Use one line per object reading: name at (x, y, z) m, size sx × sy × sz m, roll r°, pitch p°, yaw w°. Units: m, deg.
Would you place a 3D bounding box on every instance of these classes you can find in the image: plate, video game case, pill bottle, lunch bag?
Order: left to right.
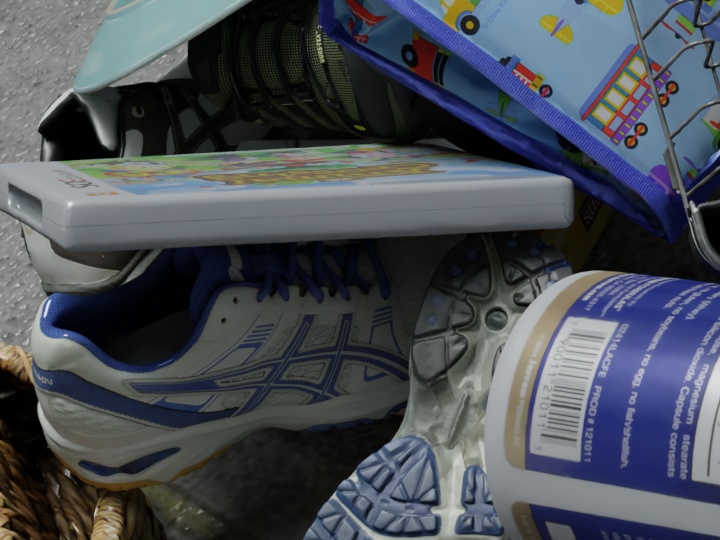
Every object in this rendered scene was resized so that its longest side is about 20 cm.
plate at (-0.056, -0.147, 1.323) m, size 0.199 × 0.026 × 0.200 m, roll -32°, pitch 13°, yaw 8°
video game case at (-0.037, -0.031, 1.149) m, size 0.199 × 0.022 × 0.182 m, roll -3°, pitch 7°, yaw -15°
lunch bag at (0.099, -0.118, 1.126) m, size 0.200 × 0.094 × 0.151 m, roll 35°, pitch 77°, yaw 19°
pill bottle at (0.153, 0.066, 1.021) m, size 0.199 × 0.116 × 0.116 m, roll 8°, pitch 49°, yaw 40°

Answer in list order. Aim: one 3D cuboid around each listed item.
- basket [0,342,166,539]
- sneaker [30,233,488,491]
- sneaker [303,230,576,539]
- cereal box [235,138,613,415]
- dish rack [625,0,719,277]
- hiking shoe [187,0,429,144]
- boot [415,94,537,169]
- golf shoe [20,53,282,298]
basket at (-0.167, 0.099, 1.171) m, size 0.142 × 0.149 × 0.200 m, roll -28°, pitch 35°, yaw 1°
sneaker at (-0.035, 0.019, 1.139) m, size 0.199 × 0.088 × 0.075 m, roll -23°, pitch 47°, yaw -11°
sneaker at (0.039, 0.089, 1.117) m, size 0.077 × 0.085 × 0.201 m, roll 24°, pitch 79°, yaw 20°
cereal box at (0.000, 0.000, 1.270) m, size 0.199 × 0.040 × 0.144 m, roll 1°, pitch 44°, yaw 35°
dish rack at (0.171, -0.100, 1.068) m, size 0.152 × 0.055 × 0.201 m, roll -13°, pitch 79°, yaw -9°
hiking shoe at (-0.026, -0.089, 1.286) m, size 0.100 × 0.076 × 0.200 m, roll -5°, pitch -1°, yaw -8°
boot at (0.134, -0.119, 1.203) m, size 0.210 × 0.079 × 0.159 m, roll 2°, pitch 65°, yaw 21°
golf shoe at (-0.100, -0.066, 1.375) m, size 0.077 × 0.095 × 0.201 m, roll -5°, pitch 41°, yaw 32°
